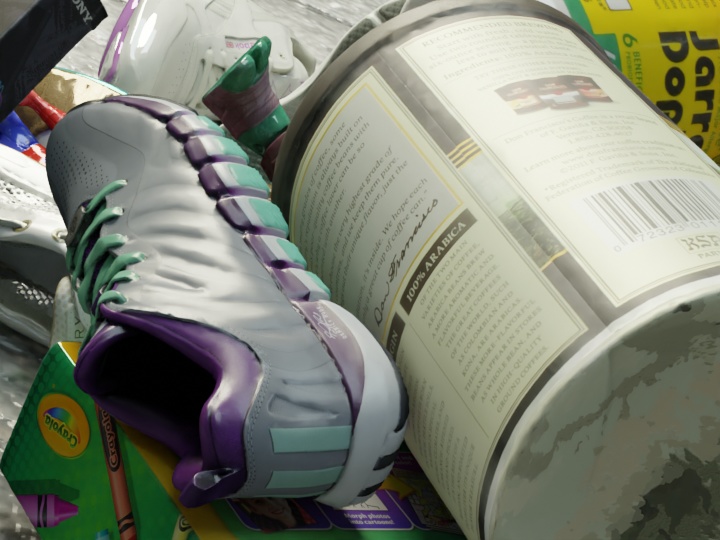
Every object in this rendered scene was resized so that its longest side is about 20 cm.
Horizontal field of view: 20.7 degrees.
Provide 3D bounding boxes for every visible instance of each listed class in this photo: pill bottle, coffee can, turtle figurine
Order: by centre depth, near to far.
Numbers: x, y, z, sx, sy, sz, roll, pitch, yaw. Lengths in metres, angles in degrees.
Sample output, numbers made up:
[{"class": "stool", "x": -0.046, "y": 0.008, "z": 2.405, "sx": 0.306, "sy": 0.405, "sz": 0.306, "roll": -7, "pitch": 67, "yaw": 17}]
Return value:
[{"class": "coffee can", "x": 0.069, "y": 0.013, "z": 0.678, "sx": 0.146, "sy": 0.147, "sz": 0.200, "roll": 14, "pitch": 25, "yaw": -32}, {"class": "turtle figurine", "x": 0.000, "y": 0.000, "z": 0.859, "sx": 0.200, "sy": 0.101, "sz": 0.150, "roll": 40, "pitch": 41, "yaw": -9}, {"class": "pill bottle", "x": 0.120, "y": -0.084, "z": 0.863, "sx": 0.200, "sy": 0.113, "sz": 0.113, "roll": -7, "pitch": 38, "yaw": -38}]

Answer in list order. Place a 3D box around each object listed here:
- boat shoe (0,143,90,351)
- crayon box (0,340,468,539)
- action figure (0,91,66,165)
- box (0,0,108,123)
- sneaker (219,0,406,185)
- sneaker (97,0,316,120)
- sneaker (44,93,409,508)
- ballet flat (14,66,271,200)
[{"class": "boat shoe", "x": -0.102, "y": 0.016, "z": 0.791, "sx": 0.200, "sy": 0.071, "sz": 0.069, "roll": 22, "pitch": 38, "yaw": 14}, {"class": "crayon box", "x": -0.012, "y": 0.086, "z": 0.699, "sx": 0.200, "sy": 0.058, "sz": 0.119, "roll": 7, "pitch": 29, "yaw": -40}, {"class": "action figure", "x": -0.163, "y": -0.052, "z": 0.874, "sx": 0.200, "sy": 0.065, "sz": 0.052, "roll": 34, "pitch": -12, "yaw": 18}, {"class": "box", "x": -0.214, "y": -0.094, "z": 0.768, "sx": 0.200, "sy": 0.143, "sz": 0.036, "roll": 28, "pitch": -22, "yaw": 32}, {"class": "sneaker", "x": 0.005, "y": -0.079, "z": 0.979, "sx": 0.071, "sy": 0.200, "sz": 0.080, "roll": 65, "pitch": 22, "yaw": 8}, {"class": "sneaker", "x": -0.080, "y": -0.119, "z": 1.109, "sx": 0.099, "sy": 0.075, "sz": 0.200, "roll": 29, "pitch": 21, "yaw": 7}, {"class": "sneaker", "x": -0.069, "y": 0.002, "z": 0.653, "sx": 0.087, "sy": 0.075, "sz": 0.200, "roll": -3, "pitch": 35, "yaw": -41}, {"class": "ballet flat", "x": -0.096, "y": -0.028, "z": 0.920, "sx": 0.200, "sy": 0.068, "sz": 0.072, "roll": 30, "pitch": 40, "yaw": -4}]
